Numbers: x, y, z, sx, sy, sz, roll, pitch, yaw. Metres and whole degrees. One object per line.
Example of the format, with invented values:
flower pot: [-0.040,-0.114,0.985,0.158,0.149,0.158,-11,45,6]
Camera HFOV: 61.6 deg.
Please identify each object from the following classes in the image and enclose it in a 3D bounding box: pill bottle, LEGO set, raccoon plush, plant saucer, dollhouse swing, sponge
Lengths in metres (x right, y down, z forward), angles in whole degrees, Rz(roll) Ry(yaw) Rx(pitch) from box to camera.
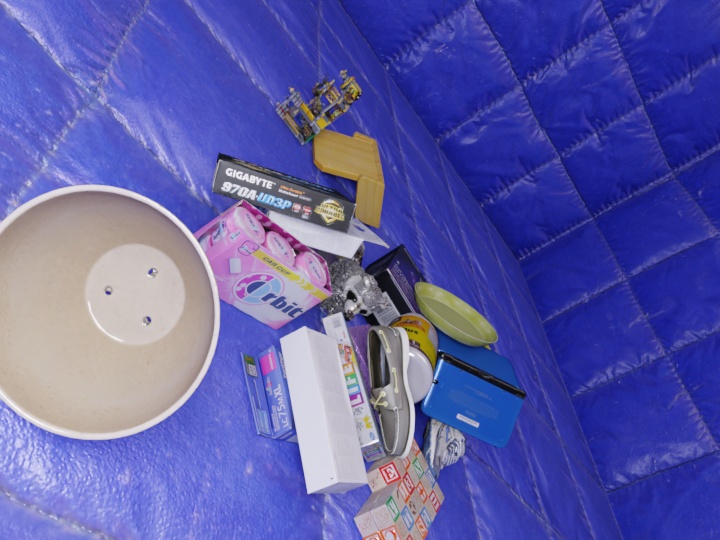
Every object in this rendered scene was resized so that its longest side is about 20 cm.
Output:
pill bottle: [0.087,0.151,1.107,0.111,0.108,0.200,56,18,-9]
LEGO set: [-0.102,-0.394,1.376,0.116,0.197,0.155,49,43,-20]
raccoon plush: [0.000,0.000,1.083,0.096,0.132,0.204,36,52,-36]
plant saucer: [0.187,0.094,1.223,0.197,0.031,0.201,28,18,-10]
dollhouse swing: [-0.037,-0.233,1.507,0.203,0.170,0.185,-98,-169,-46]
sponge: [0.031,0.198,1.111,0.204,0.029,0.111,64,20,11]

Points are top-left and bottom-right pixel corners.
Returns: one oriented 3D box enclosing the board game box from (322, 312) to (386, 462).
board game box: [-0.009,0.185,0.946,0.135,0.033,0.204,74,-2,-64]

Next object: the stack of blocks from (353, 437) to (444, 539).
stack of blocks: [0.058,0.351,0.930,0.117,0.058,0.199,62,20,4]

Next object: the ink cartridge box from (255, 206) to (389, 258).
ink cartridge box: [-0.072,-0.071,0.979,0.195,0.042,0.200,15,12,-18]

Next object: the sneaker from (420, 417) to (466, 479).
sneaker: [0.160,0.326,1.133,0.083,0.079,0.200,20,22,7]

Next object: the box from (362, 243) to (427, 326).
box: [0.073,0.051,1.296,0.150,0.103,0.200,56,21,-8]

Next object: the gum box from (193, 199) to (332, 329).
gum box: [-0.143,-0.005,0.843,0.199,0.112,0.067,37,30,-46]

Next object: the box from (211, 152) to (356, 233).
box: [-0.116,-0.115,0.877,0.195,0.047,0.159,16,10,-16]

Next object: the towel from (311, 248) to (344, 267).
towel: [-0.066,-0.032,1.193,0.144,0.022,0.202,52,23,-26]

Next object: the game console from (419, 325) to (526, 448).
game console: [0.214,0.226,1.198,0.196,0.174,0.118,25,-7,-10]

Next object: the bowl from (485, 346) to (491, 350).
bowl: [0.193,0.202,1.345,0.108,0.198,0.201,-50,115,-23]

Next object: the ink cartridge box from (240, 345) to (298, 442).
ink cartridge box: [-0.083,0.180,0.852,0.199,0.041,0.122,29,36,-52]

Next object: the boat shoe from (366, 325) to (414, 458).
boat shoe: [0.042,0.187,0.945,0.059,0.072,0.207,11,64,-30]

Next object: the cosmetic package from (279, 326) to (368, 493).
cosmetic package: [-0.051,0.184,0.796,0.082,0.050,0.204,34,36,-56]

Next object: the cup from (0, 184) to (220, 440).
cup: [-0.219,0.030,0.552,0.203,0.198,0.143,57,-3,-7]
